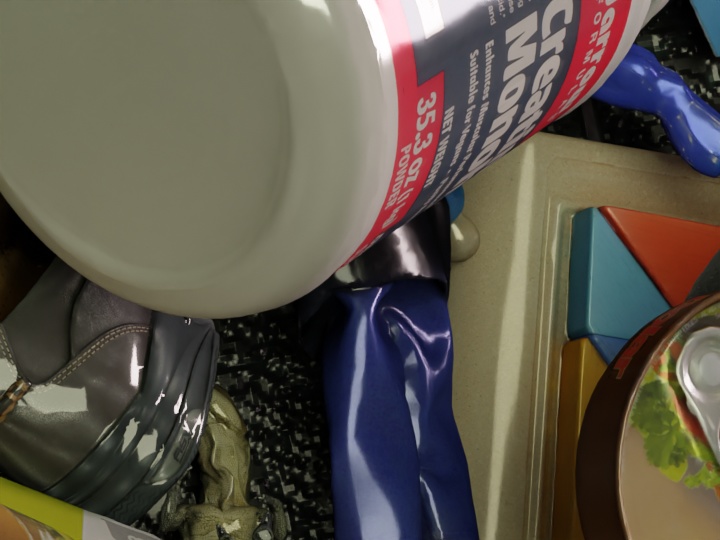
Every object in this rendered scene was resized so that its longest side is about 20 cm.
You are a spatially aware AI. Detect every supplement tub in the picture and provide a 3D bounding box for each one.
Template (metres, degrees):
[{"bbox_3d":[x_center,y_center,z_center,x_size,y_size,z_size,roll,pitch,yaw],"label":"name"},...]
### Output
[{"bbox_3d":[-0.005,-0.085,0.817,0.200,0.140,0.141,-35,92,-46],"label":"supplement tub"}]

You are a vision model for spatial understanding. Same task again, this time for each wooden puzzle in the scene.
[{"bbox_3d":[0.124,0.054,0.990,0.199,0.037,0.186,7,79,-15],"label":"wooden puzzle"}]

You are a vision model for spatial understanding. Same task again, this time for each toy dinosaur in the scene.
[{"bbox_3d":[-0.047,0.117,0.901,0.047,0.088,0.201,7,78,-5],"label":"toy dinosaur"}]

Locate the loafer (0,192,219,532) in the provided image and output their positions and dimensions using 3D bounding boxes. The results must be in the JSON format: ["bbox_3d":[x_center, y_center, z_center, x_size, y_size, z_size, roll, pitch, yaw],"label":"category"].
[{"bbox_3d":[-0.081,-0.015,0.877,0.072,0.073,0.200,37,29,-27],"label":"loafer"}]

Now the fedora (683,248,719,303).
[{"bbox_3d":[0.159,0.071,0.935,0.200,0.092,0.201,2,85,-22],"label":"fedora"}]

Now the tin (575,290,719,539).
[{"bbox_3d":[0.141,0.094,0.854,0.112,0.042,0.200,-41,101,-24],"label":"tin"}]

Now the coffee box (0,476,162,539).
[{"bbox_3d":[-0.177,0.156,0.738,0.197,0.200,0.200,24,108,-12],"label":"coffee box"}]

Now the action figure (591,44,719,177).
[{"bbox_3d":[0.070,-0.074,0.974,0.200,0.065,0.052,21,104,-2],"label":"action figure"}]

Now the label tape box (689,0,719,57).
[{"bbox_3d":[0.104,-0.194,1.002,0.143,0.066,0.200,-48,130,-18],"label":"label tape box"}]

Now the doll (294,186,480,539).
[{"bbox_3d":[0.000,0.000,0.919,0.136,0.048,0.201,6,73,-61],"label":"doll"}]
